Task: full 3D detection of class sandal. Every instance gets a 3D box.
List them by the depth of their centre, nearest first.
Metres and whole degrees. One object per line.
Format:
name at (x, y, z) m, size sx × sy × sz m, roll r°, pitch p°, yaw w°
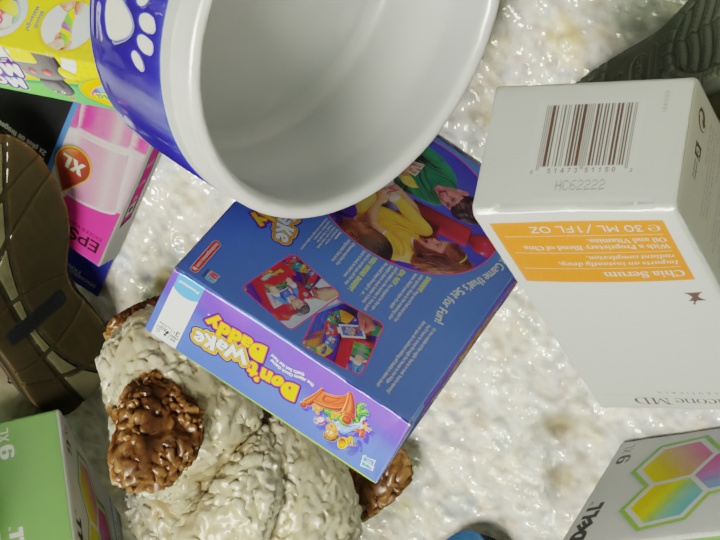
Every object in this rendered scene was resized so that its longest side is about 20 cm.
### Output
sandal at (-0.193, 0.000, 1.485) m, size 0.055 × 0.082 × 0.200 m, roll 38°, pitch 161°, yaw 39°

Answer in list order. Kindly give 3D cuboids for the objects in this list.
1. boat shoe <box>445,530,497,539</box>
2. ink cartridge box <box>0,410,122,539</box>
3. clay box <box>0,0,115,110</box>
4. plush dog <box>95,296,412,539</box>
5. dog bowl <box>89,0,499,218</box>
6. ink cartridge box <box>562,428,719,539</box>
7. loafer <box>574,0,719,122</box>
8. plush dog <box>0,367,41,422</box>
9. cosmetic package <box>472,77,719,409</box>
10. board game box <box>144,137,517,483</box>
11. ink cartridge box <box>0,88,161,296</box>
boat shoe at (0.053, 0.248, 1.492) m, size 0.068 × 0.201 × 0.084 m, roll 20°, pitch 168°, yaw -27°
ink cartridge box at (-0.180, 0.149, 1.512) m, size 0.059 × 0.104 × 0.200 m, roll -13°, pitch 149°, yaw 3°
clay box at (-0.141, -0.144, 1.363) m, size 0.199 × 0.115 × 0.048 m, roll 13°, pitch 153°, yaw 20°
plush dog at (-0.078, 0.096, 1.462) m, size 0.160 × 0.200 × 0.172 m, roll -34°, pitch 113°, yaw 4°
dog bowl at (-0.027, -0.130, 1.253) m, size 0.079 × 0.199 × 0.201 m, roll 30°, pitch 133°, yaw 38°
ink cartridge box at (0.168, 0.134, 1.386) m, size 0.199 × 0.104 × 0.060 m, roll -11°, pitch 114°, yaw 33°
loafer at (0.170, -0.086, 1.277) m, size 0.069 × 0.076 × 0.200 m, roll 33°, pitch 143°, yaw -24°
plush dog at (-0.263, 0.062, 1.556) m, size 0.171 × 0.161 × 0.201 m, roll 8°, pitch 132°, yaw -10°
cosmetic package at (0.135, -0.008, 1.274) m, size 0.101 × 0.072 × 0.200 m, roll -1°, pitch 151°, yaw 25°
board game box at (0.000, 0.000, 1.327) m, size 0.134 × 0.200 × 0.045 m, roll 34°, pitch 130°, yaw 5°
ink cartridge box at (-0.159, -0.072, 1.474) m, size 0.094 × 0.037 × 0.201 m, roll 32°, pitch 131°, yaw 6°
